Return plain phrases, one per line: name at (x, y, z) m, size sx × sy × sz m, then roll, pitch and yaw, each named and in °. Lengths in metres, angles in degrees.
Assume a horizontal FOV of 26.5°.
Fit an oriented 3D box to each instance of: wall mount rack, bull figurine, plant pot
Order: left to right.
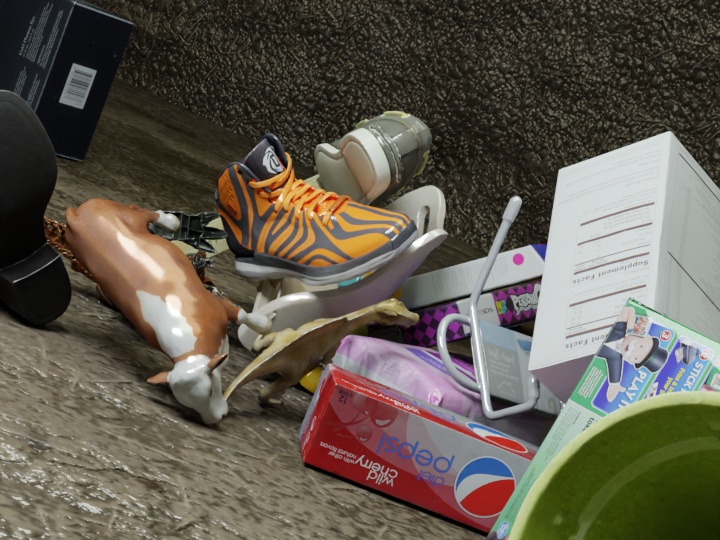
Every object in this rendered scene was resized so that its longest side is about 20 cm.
bull figurine at (-0.137, 0.023, 1.113) m, size 0.200 × 0.065 × 0.121 m, roll 51°, pitch 16°, yaw 19°
wall mount rack at (0.147, 0.045, 1.244) m, size 0.074 × 0.175 × 0.199 m, roll -23°, pitch -29°, yaw 36°
plant pot at (0.204, 0.190, 0.812) m, size 0.200 × 0.201 × 0.184 m, roll 31°, pitch -2°, yaw 45°

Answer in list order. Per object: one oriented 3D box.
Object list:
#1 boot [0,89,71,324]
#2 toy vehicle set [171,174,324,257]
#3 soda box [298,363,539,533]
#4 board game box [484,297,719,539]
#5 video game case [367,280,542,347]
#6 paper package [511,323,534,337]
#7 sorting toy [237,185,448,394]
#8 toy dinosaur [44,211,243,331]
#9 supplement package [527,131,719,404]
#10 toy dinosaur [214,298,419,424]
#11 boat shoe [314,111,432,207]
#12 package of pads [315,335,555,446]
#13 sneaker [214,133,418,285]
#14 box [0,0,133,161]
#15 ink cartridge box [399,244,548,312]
boot at (-0.294, -0.076, 1.150) m, size 0.068 × 0.189 × 0.200 m, roll -33°, pitch 43°, yaw -24°
toy vehicle set at (-0.122, -0.038, 1.422) m, size 0.124 × 0.199 × 0.027 m, roll -64°, pitch 131°, yaw -82°
soda box at (0.057, 0.138, 1.113) m, size 0.199 × 0.064 × 0.070 m, roll 22°, pitch 7°, yaw -8°
board game box at (0.185, 0.134, 1.009) m, size 0.134 × 0.201 × 0.029 m, roll 28°, pitch -7°, yaw 33°
video game case at (0.092, 0.046, 1.404) m, size 0.180 × 0.036 × 0.199 m, roll -12°, pitch -3°, yaw -39°
paper package at (0.243, 0.105, 1.432) m, size 0.199 × 0.104 × 0.191 m, roll -20°, pitch 25°, yaw -18°
sorting toy at (0.000, 0.000, 1.319) m, size 0.107 × 0.180 × 0.200 m, roll 48°, pitch 17°, yaw -15°
toy dinosaur at (-0.184, 0.007, 1.282) m, size 0.199 × 0.103 × 0.135 m, roll 3°, pitch -7°, yaw -32°
supplement package at (0.216, 0.013, 1.199) m, size 0.109 × 0.201 × 0.114 m, roll -18°, pitch -47°, yaw 37°
toy dinosaur at (-0.053, 0.061, 1.161) m, size 0.058 × 0.199 × 0.101 m, roll 60°, pitch -31°, yaw 7°
boat shoe at (0.009, -0.090, 1.297) m, size 0.072 × 0.060 × 0.202 m, roll 63°, pitch -14°, yaw -2°
package of pads at (0.069, 0.115, 1.270) m, size 0.120 × 0.076 × 0.199 m, roll 34°, pitch 12°, yaw 39°
sneaker at (-0.050, -0.052, 1.237) m, size 0.199 × 0.113 × 0.078 m, roll -4°, pitch 27°, yaw 40°
box at (-0.422, -0.276, 2.047) m, size 0.104 × 0.201 × 0.182 m, roll 13°, pitch 13°, yaw -47°
ink cartridge box at (0.120, 0.005, 1.428) m, size 0.199 × 0.037 × 0.095 m, roll -13°, pitch -3°, yaw 17°
